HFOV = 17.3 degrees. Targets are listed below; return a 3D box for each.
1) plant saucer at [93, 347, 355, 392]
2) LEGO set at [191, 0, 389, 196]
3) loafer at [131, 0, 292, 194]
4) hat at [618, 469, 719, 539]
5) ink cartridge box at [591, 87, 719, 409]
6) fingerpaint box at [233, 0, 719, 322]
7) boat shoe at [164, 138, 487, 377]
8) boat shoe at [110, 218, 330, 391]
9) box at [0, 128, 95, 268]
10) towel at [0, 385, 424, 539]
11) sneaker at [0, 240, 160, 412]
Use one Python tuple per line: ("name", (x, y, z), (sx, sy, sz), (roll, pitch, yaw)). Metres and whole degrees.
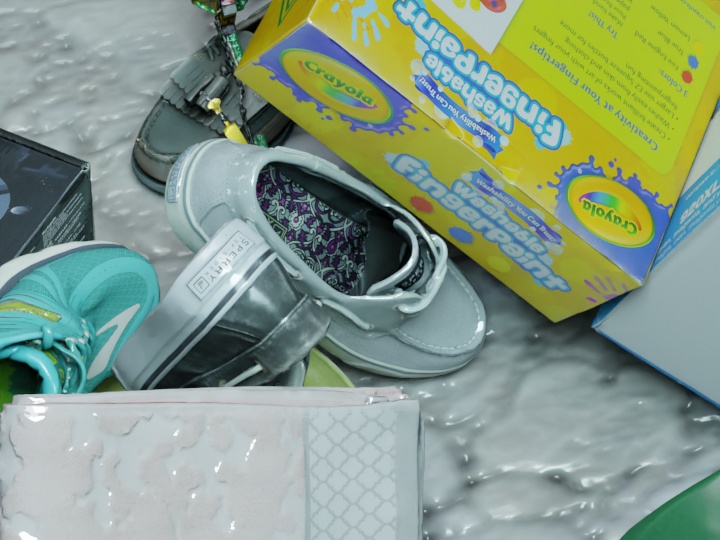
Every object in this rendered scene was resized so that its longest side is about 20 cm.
("plant saucer", (-0.088, 0.102, 1.100), (0.199, 0.031, 0.201), (1, 48, -2))
("LEGO set", (-0.008, -0.112, 1.182), (0.153, 0.116, 0.201), (-8, 81, -7))
("loafer", (-0.050, -0.118, 1.275), (0.072, 0.063, 0.200), (33, 55, 25))
("hat", (0.232, 0.159, 1.026), (0.200, 0.177, 0.166), (-29, 3, 21))
("ink cartridge box", (0.229, -0.040, 1.133), (0.147, 0.145, 0.200), (30, 50, -8))
("fingerpaint box", (0.064, -0.103, 1.097), (0.200, 0.073, 0.167), (36, 58, -18))
("boat shoe", (0.000, -0.001, 1.099), (0.071, 0.201, 0.070), (3, 69, 49))
("boat shoe", (-0.059, 0.038, 1.029), (0.071, 0.200, 0.072), (45, 76, 2))
("box", (-0.245, 0.013, 1.136), (0.163, 0.086, 0.200), (21, 51, 15))
("towel", (-0.055, 0.147, 0.942), (0.190, 0.201, 0.032), (-1, 1, -32))
("sneaker", (-0.148, 0.046, 1.047), (0.079, 0.078, 0.200), (-3, 21, 36))
